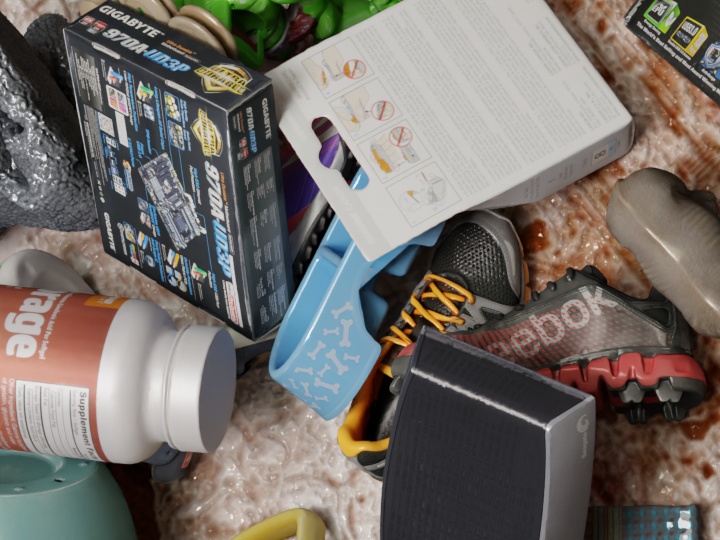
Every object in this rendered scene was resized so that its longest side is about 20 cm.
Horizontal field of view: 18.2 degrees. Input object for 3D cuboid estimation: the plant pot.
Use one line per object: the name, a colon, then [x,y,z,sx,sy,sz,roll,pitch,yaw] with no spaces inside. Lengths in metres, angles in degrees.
plant pot: [-0.240,0.205,1.546,0.200,0.200,0.161,13,110,32]

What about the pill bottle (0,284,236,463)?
pill bottle: [-0.191,0.070,1.522,0.200,0.112,0.112,5,85,13]

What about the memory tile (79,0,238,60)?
memory tile: [-0.134,-0.133,1.573,0.153,0.200,0.017,30,64,24]

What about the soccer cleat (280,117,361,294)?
soccer cleat: [-0.026,-0.083,1.568,0.073,0.068,0.200,30,101,28]

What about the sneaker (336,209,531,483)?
sneaker: [0.048,0.052,1.495,0.078,0.077,0.200,24,94,33]

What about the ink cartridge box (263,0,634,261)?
ink cartridge box: [0.054,-0.102,1.478,0.200,0.047,0.160,-29,65,-10]

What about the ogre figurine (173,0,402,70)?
ogre figurine: [-0.067,-0.184,1.577,0.200,0.120,0.098,5,84,31]

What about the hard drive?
hard drive: [0.073,0.144,1.399,0.135,0.042,0.200,23,127,24]

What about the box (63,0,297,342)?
box: [-0.121,-0.067,1.528,0.159,0.046,0.200,28,140,34]

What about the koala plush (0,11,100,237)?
koala plush: [-0.285,-0.071,1.667,0.200,0.177,0.184,-34,76,18]

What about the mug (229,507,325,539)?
mug: [-0.064,0.273,1.513,0.153,0.187,0.150,-29,100,33]

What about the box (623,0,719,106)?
box: [0.294,-0.171,1.399,0.200,0.047,0.193,46,108,28]

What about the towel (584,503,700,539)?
towel: [0.151,0.250,1.434,0.146,0.022,0.200,-4,79,31]

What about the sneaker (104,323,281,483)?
sneaker: [-0.125,0.099,1.604,0.200,0.075,0.085,-27,89,20]

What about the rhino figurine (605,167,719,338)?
rhino figurine: [0.223,0.012,1.388,0.060,0.087,0.200,-47,62,17]

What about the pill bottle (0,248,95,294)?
pill bottle: [-0.288,0.082,1.672,0.200,0.113,0.113,-35,66,21]

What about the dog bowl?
dog bowl: [0.000,0.000,1.506,0.050,0.111,0.200,27,92,-12]

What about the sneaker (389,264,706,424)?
sneaker: [0.118,0.047,1.437,0.200,0.071,0.098,-2,70,8]
